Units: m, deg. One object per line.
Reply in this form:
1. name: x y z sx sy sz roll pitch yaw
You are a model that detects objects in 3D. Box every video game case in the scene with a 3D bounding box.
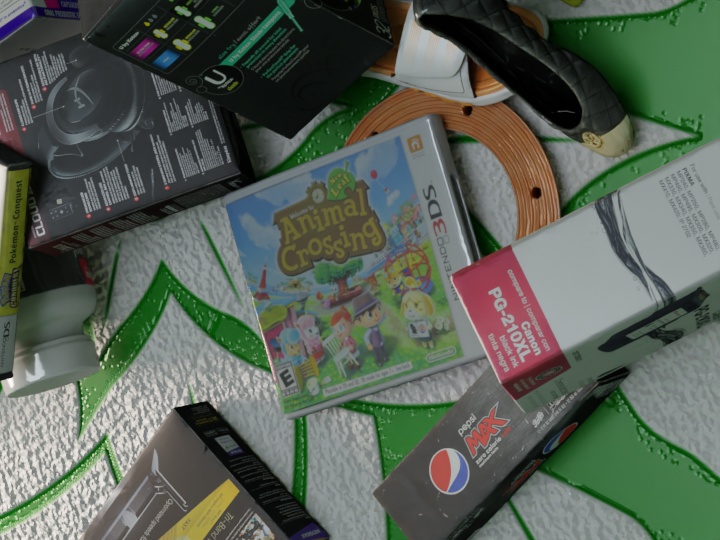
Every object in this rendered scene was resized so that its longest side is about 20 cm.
1. video game case: -0.333 -0.033 1.686 0.199 0.025 0.182 29 119 41
2. video game case: 0.000 0.000 1.598 0.199 0.022 0.184 -19 84 32

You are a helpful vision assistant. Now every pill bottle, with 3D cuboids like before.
1. pill bottle: -0.281 -0.003 1.738 0.110 0.110 0.202 -22 82 30

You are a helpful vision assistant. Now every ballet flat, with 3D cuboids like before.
1. ballet flat: 0.111 -0.138 1.473 0.199 0.057 0.066 37 146 -18

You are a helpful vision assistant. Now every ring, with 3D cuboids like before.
1. ring: 0.063 -0.040 1.581 0.199 0.019 0.203 3 96 31

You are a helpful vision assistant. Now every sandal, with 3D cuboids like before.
1. sandal: 0.037 -0.171 1.553 0.205 0.059 0.080 9 79 30

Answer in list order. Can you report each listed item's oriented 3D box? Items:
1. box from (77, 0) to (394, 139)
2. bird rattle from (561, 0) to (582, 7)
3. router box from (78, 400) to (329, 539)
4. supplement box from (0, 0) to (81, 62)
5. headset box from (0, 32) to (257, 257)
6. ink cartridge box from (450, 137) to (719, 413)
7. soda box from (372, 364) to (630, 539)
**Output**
1. box: -0.096 -0.216 1.531 0.124 0.199 0.150 -40 45 31
2. bird rattle: 0.092 -0.275 1.524 0.199 0.112 0.164 33 98 39
3. router box: -0.139 0.232 1.701 0.157 0.052 0.201 46 114 20
4. supplement box: -0.303 -0.272 1.739 0.103 0.101 0.202 -29 79 29
5. headset box: -0.200 -0.108 1.661 0.198 0.077 0.150 -20 83 7
6. ink cartridge box: 0.173 0.007 1.403 0.199 0.145 0.085 -27 75 5
7. soda box: 0.101 0.119 1.541 0.071 0.063 0.200 50 115 19
